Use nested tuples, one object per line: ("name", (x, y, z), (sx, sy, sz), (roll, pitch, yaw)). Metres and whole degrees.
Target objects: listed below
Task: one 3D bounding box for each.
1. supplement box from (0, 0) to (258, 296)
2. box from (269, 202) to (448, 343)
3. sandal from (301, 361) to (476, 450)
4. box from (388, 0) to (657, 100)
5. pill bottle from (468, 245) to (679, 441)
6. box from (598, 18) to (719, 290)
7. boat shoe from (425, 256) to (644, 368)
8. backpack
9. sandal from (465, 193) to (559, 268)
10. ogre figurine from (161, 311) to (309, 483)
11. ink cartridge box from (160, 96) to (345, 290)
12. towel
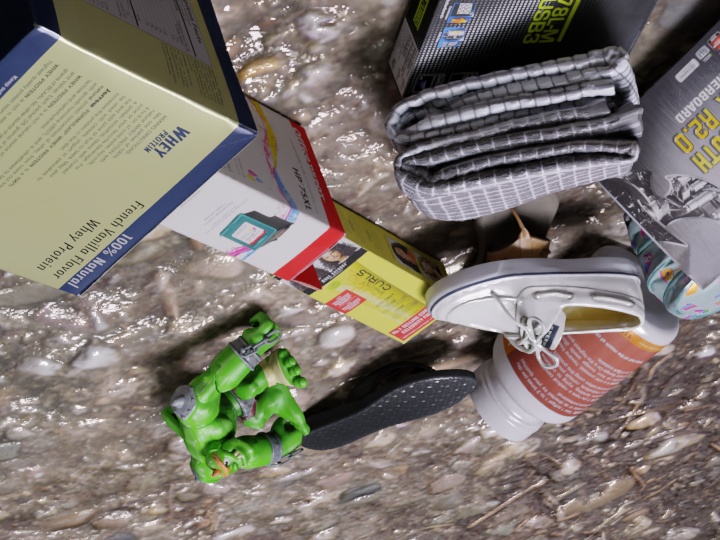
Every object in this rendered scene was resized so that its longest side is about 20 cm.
("supplement box", (-0.216, -0.114, 1.205), (0.200, 0.135, 0.199), (-39, 142, 25))
("box", (0.000, 0.000, 1.558), (0.075, 0.050, 0.200), (-36, 144, 19))
("sandal", (0.020, 0.124, 1.756), (0.199, 0.048, 0.075), (-22, 150, 24))
("box", (0.136, -0.213, 1.337), (0.192, 0.048, 0.201), (-3, 144, -21))
("pill bottle", (0.201, 0.076, 1.717), (0.112, 0.113, 0.200), (18, 130, -43))
("box", (0.305, -0.105, 1.485), (0.200, 0.158, 0.048), (-45, 177, 33))
("boat shoe", (0.159, 0.043, 1.574), (0.200, 0.087, 0.075), (-2, 150, -17))
("backpack", (0.339, -0.047, 1.609), (0.199, 0.127, 0.167), (-31, 148, 21))
("sandal", (0.136, -0.015, 1.606), (0.081, 0.055, 0.201), (-8, 144, -19))
("ogre figurine", (-0.114, 0.132, 1.650), (0.119, 0.098, 0.200), (-31, 165, -16))
("ink cartridge box", (-0.086, -0.070, 1.355), (0.067, 0.117, 0.199), (-37, 144, 23))
("towel", (0.126, -0.097, 1.391), (0.198, 0.086, 0.166), (-11, 171, 7))
